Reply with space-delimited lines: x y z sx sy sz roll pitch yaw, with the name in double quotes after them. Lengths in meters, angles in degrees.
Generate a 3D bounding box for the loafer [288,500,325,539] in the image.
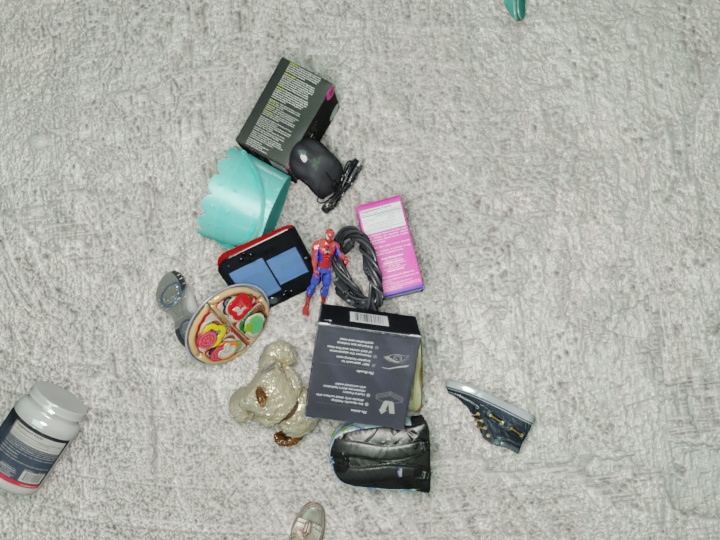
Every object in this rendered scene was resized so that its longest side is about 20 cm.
-0.125 0.582 1.536 0.072 0.063 0.201 21 87 4 "loafer"

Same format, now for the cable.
0.000 0.000 1.512 0.051 0.200 0.164 -6 113 -29 "cable"

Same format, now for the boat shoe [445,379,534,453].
0.256 0.302 1.535 0.199 0.071 0.091 25 83 2 "boat shoe"

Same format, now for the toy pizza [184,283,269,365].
-0.266 0.117 1.522 0.200 0.200 0.032 -50 54 -2 "toy pizza"

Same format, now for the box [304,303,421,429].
0.002 0.185 1.442 0.195 0.117 0.201 8 106 -3 "box"

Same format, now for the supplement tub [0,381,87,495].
-0.679 0.348 1.544 0.140 0.140 0.200 34 87 5 "supplement tub"

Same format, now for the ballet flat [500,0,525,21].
0.327 -0.636 1.622 0.070 0.067 0.201 2 85 27 "ballet flat"

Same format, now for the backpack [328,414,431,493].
0.033 0.371 1.514 0.199 0.154 0.164 -7 102 -10 "backpack"

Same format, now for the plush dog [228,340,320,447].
-0.154 0.271 1.536 0.171 0.160 0.200 34 89 -22 "plush dog"

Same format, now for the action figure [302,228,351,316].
-0.072 0.016 1.518 0.065 0.099 0.201 2 116 -18 "action figure"

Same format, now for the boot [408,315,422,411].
0.051 0.196 1.553 0.154 0.073 0.201 -1 93 0 "boot"

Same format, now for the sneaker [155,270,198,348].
-0.375 0.091 1.586 0.074 0.087 0.201 -28 66 2 "sneaker"

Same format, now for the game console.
-0.186 0.003 1.531 0.176 0.200 0.031 -22 52 1 "game console"

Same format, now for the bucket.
-0.238 -0.139 1.538 0.134 0.207 0.208 22 87 0 "bucket"

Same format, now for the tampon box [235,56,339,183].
-0.149 -0.313 1.567 0.126 0.150 0.201 29 87 6 "tampon box"

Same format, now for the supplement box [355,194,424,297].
0.062 -0.045 1.559 0.103 0.101 0.201 -13 84 1 "supplement box"

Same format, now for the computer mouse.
-0.070 -0.203 1.532 0.053 0.200 0.139 34 90 36 "computer mouse"
